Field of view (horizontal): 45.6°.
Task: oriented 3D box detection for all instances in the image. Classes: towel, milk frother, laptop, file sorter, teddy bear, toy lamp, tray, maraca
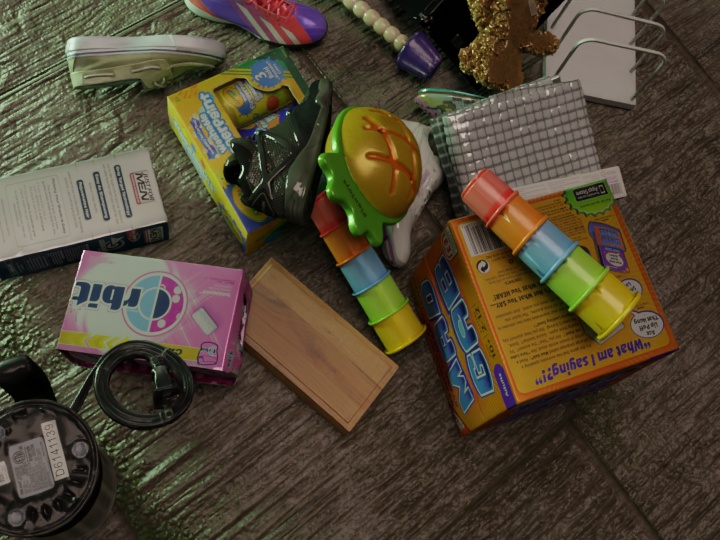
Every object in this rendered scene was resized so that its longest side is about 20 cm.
[{"bbox_3d":[0.198,-0.144,1.085,0.197,0.085,0.169,-20,98,-16],"label":"towel"},{"bbox_3d":[-0.264,0.173,0.849,0.195,0.188,0.184,0,71,-11],"label":"milk frother"},{"bbox_3d":[0.148,-0.390,1.191,0.177,0.103,0.200,-45,107,5],"label":"laptop"},{"bbox_3d":[0.342,-0.356,1.193,0.136,0.125,0.204,9,68,-8],"label":"file sorter"},{"bbox_3d":[0.200,-0.337,1.134,0.142,0.067,0.205,2,99,-20],"label":"teddy bear"},{"bbox_3d":[0.026,-0.335,1.161,0.199,0.058,0.058,42,68,5],"label":"toy lamp"},{"bbox_3d":[-0.061,0.088,1.002,0.199,0.037,0.099,39,68,5],"label":"tray"},{"bbox_3d":[0.009,-0.108,0.949,0.138,0.106,0.201,52,32,-16],"label":"maraca"}]

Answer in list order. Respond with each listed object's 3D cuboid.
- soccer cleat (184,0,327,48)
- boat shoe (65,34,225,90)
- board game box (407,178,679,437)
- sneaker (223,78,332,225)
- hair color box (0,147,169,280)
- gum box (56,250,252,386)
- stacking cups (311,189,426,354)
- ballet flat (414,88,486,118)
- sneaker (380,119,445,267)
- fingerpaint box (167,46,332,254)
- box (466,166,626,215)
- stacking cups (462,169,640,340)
[{"bbox_3d":[-0.136,-0.351,1.125,0.196,0.073,0.069,17,68,-4],"label":"soccer cleat"},{"bbox_3d":[-0.267,-0.259,1.079,0.195,0.072,0.064,-3,95,-8],"label":"boat shoe"},{"bbox_3d":[0.194,0.049,0.977,0.196,0.200,0.203,-15,73,-16],"label":"board game box"},{"bbox_3d":[-0.092,-0.149,0.979,0.112,0.077,0.203,12,60,5],"label":"sneaker"},{"bbox_3d":[-0.329,-0.066,0.992,0.196,0.061,0.102,-15,74,-15],"label":"hair color box"},{"bbox_3d":[-0.217,0.054,0.945,0.195,0.066,0.116,6,68,6],"label":"gum box"},{"bbox_3d":[0.000,0.000,1.006,0.060,0.060,0.202,-35,95,-20],"label":"stacking cups"},{"bbox_3d":[0.168,-0.199,1.140,0.195,0.069,0.073,2,89,-11],"label":"ballet flat"},{"bbox_3d":[0.063,-0.102,1.073,0.097,0.075,0.204,3,70,-8],"label":"sneaker"},{"bbox_3d":[-0.119,-0.151,1.056,0.165,0.074,0.202,-28,78,-18],"label":"fingerpaint box"},{"bbox_3d":[0.225,-0.085,1.028,0.196,0.039,0.042,-14,84,-17],"label":"box"},{"bbox_3d":[0.183,-0.019,0.854,0.199,0.061,0.061,42,68,7],"label":"stacking cups"}]
